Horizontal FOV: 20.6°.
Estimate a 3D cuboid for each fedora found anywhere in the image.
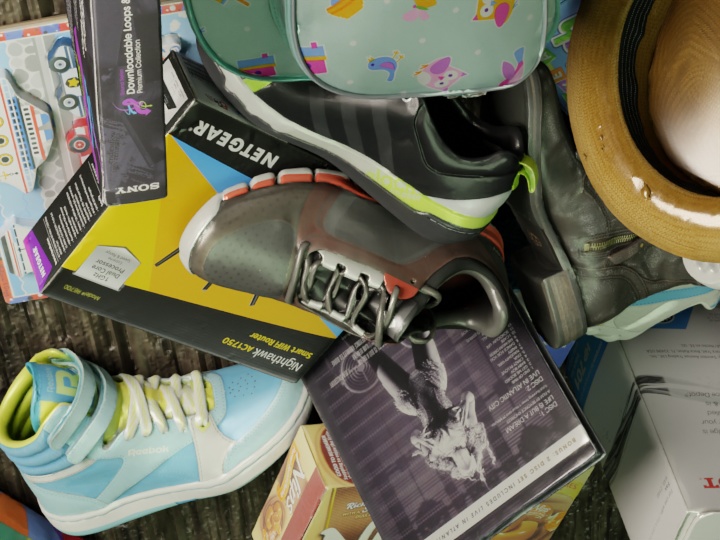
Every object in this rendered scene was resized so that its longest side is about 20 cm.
[{"bbox_3d":[0.205,-0.102,1.049,0.200,0.202,0.082,-39,158,22],"label":"fedora"}]

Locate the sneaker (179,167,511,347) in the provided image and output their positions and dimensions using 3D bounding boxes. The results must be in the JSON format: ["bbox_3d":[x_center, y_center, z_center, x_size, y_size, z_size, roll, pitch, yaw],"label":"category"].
[{"bbox_3d":[0.000,0.000,1.094,0.198,0.082,0.077,3,131,-22],"label":"sneaker"}]

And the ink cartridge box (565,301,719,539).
[{"bbox_3d":[0.231,0.105,1.266,0.145,0.201,0.086,3,133,-17],"label":"ink cartridge box"}]

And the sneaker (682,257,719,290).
[{"bbox_3d":[0.261,-0.067,1.109,0.079,0.078,0.201,29,96,-37],"label":"sneaker"}]

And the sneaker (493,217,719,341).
[{"bbox_3d":[0.137,0.008,1.232,0.198,0.077,0.081,-13,126,-4],"label":"sneaker"}]

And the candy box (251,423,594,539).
[{"bbox_3d":[0.041,0.150,1.293,0.198,0.056,0.116,-1,136,-27],"label":"candy box"}]

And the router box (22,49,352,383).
[{"bbox_3d":[-0.071,-0.025,1.140,0.199,0.051,0.149,22,119,-41],"label":"router box"}]

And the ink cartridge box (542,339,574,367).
[{"bbox_3d":[0.046,0.096,1.321,0.118,0.042,0.201,10,133,-25],"label":"ink cartridge box"}]

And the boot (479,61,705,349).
[{"bbox_3d":[0.166,-0.058,1.142,0.173,0.069,0.201,-21,122,-11],"label":"boot"}]

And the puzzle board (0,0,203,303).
[{"bbox_3d":[-0.148,-0.063,1.132,0.149,0.017,0.201,-11,134,-5],"label":"puzzle board"}]

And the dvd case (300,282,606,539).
[{"bbox_3d":[0.042,0.067,1.186,0.148,0.201,0.016,-39,153,21],"label":"dvd case"}]

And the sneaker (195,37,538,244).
[{"bbox_3d":[0.008,-0.098,1.067,0.199,0.072,0.083,33,128,-8],"label":"sneaker"}]

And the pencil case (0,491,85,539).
[{"bbox_3d":[-0.250,0.188,1.300,0.088,0.089,0.200,-34,131,17],"label":"pencil case"}]

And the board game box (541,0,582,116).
[{"bbox_3d":[0.196,-0.150,1.127,0.199,0.037,0.151,-34,132,16],"label":"board game box"}]

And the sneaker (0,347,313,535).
[{"bbox_3d":[-0.136,0.087,1.236,0.199,0.080,0.131,-25,136,8],"label":"sneaker"}]

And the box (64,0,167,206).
[{"bbox_3d":[-0.121,-0.149,0.926,0.036,0.201,0.144,-7,135,-9],"label":"box"}]

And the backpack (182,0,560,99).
[{"bbox_3d":[0.000,-0.173,0.969,0.198,0.154,0.177,-4,130,-4],"label":"backpack"}]
